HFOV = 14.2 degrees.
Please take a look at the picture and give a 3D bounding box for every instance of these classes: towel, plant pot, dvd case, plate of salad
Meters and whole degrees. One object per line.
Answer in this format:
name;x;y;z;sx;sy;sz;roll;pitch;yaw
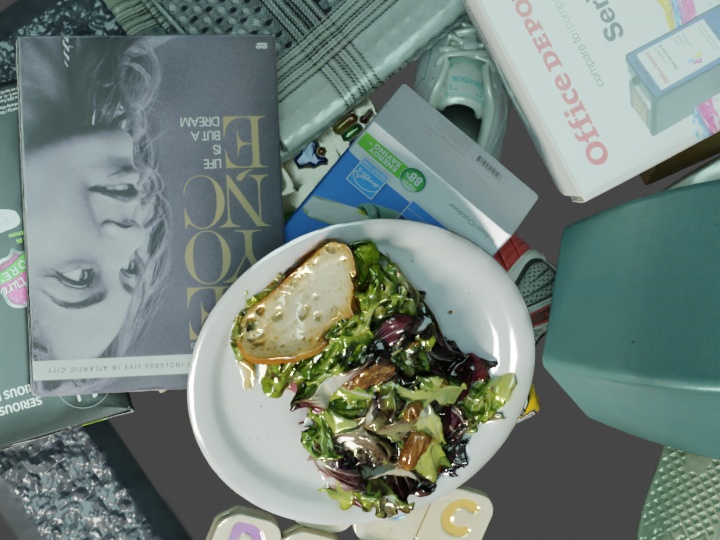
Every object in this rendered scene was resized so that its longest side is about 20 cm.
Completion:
towel;-0.044;-0.174;1.696;0.200;0.035;0.193;-39;68;-1
plant pot;0.215;0.031;1.650;0.200;0.141;0.141;0;67;24
dvd case;-0.115;-0.032;1.618;0.149;0.016;0.200;-2;88;-17
plate of salad;0.004;0.064;1.612;0.200;0.048;0.200;-7;120;-11

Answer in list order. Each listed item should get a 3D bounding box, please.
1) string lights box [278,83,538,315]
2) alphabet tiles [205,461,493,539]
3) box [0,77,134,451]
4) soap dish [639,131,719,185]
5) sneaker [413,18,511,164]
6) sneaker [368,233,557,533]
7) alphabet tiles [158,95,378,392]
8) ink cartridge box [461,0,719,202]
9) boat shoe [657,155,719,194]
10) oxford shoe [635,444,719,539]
string lights box;0.000;0.000;1.673;0.103;0.059;0.200;40;123;-1
alphabet tiles;-0.006;0.205;1.707;0.200;0.015;0.196;17;108;-19
box;-0.221;0.002;1.675;0.124;0.149;0.200;-15;91;-10
soap dish;0.200;-0.172;1.705;0.157;0.081;0.200;-24;92;1
sneaker;0.066;-0.122;1.709;0.070;0.080;0.200;6;87;2
sneaker;0.062;0.078;1.715;0.082;0.078;0.200;34;92;-1
alphabet tiles;-0.060;-0.018;1.750;0.200;0.006;0.166;-30;92;1
ink cartridge box;0.173;-0.146;1.621;0.200;0.088;0.145;-27;92;1
boat shoe;0.262;-0.051;1.712;0.201;0.070;0.072;-24;88;-1
oxford shoe;0.220;0.097;1.727;0.075;0.058;0.200;17;77;27
